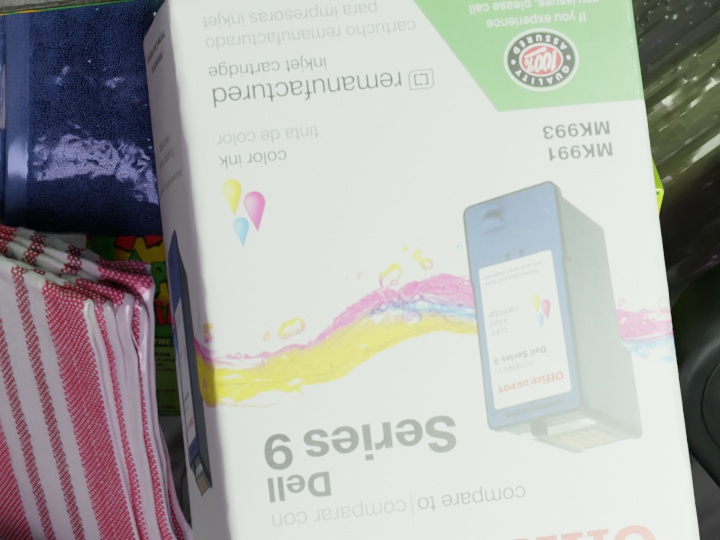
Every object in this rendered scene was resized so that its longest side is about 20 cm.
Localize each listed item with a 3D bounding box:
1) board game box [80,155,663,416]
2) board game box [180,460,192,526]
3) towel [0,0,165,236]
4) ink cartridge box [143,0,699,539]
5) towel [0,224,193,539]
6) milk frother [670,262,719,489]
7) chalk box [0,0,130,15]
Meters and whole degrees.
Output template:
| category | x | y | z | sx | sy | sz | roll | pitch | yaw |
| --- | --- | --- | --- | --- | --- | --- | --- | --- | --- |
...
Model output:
| category | x | y | z | sx | sy | sz | roll | pitch | yaw |
| --- | --- | --- | --- | --- | --- | --- | --- | --- | --- |
| board game box | 0.000 | 0.000 | 1.009 | 0.200 | 0.048 | 0.102 | 1 | 122 | -7 |
| board game box | -0.007 | 0.144 | 0.970 | 0.097 | 0.200 | 0.159 | 2 | 160 | -9 |
| towel | -0.036 | -0.066 | 0.936 | 0.200 | 0.049 | 0.112 | 1 | 87 | -7 |
| ink cartridge box | 0.017 | 0.013 | 0.867 | 0.145 | 0.088 | 0.200 | -5 | 87 | -10 |
| towel | -0.140 | 0.029 | 0.955 | 0.200 | 0.030 | 0.146 | 22 | 137 | 31 |
| milk frother | 0.219 | 0.058 | 0.972 | 0.180 | 0.200 | 0.188 | -39 | 120 | 0 |
| chalk box | -0.151 | -0.153 | 0.852 | 0.200 | 0.124 | 0.124 | -5 | 124 | -2 |
